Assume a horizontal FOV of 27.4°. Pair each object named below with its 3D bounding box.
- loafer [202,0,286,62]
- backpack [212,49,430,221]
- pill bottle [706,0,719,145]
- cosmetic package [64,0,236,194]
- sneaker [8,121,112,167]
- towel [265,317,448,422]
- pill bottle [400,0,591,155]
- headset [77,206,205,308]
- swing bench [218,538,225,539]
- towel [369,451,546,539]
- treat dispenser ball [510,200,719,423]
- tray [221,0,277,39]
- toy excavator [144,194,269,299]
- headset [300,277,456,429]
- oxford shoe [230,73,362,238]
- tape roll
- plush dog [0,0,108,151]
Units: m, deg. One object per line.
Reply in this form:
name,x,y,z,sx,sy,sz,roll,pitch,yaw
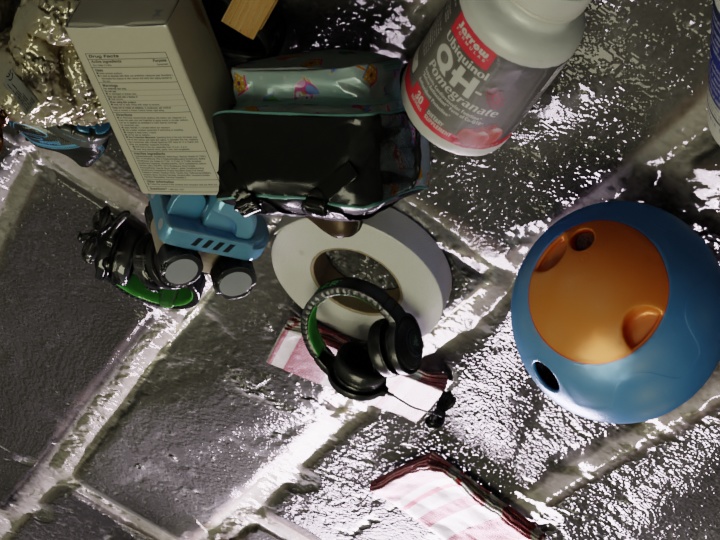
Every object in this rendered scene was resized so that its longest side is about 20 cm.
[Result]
loafer,-0.161,-0.245,1.335,0.198,0.071,0.069,25,113,-3
backpack,-0.025,-0.120,1.332,0.173,0.156,0.199,0,180,24
pill bottle,0.321,-0.184,1.100,0.118,0.121,0.201,10,142,19
cosmetic package,-0.174,-0.163,1.320,0.104,0.072,0.201,3,139,19
sneaker,-0.358,-0.170,1.553,0.198,0.074,0.082,28,145,-3
towel,-0.006,0.116,1.710,0.198,0.023,0.144,22,156,-4
pill bottle,0.117,-0.192,1.216,0.110,0.112,0.200,28,144,-5
headset,-0.254,-0.003,1.667,0.122,0.095,0.201,6,151,22
swing bench,-0.194,0.534,2.284,0.198,0.131,0.200,34,148,-13
towel,0.124,0.312,1.897,0.199,0.023,0.144,36,143,-15
treat dispenser ball,0.237,0.038,1.353,0.198,0.202,0.202,16,143,12
tray,-0.050,-0.287,1.206,0.037,0.099,0.200,29,144,-9
toy excavator,-0.165,-0.088,1.513,0.192,0.101,0.201,12,127,-30
headset,0.025,0.090,1.600,0.201,0.094,0.123,50,128,-5
oxford shoe,-0.081,-0.094,1.455,0.200,0.085,0.072,42,134,-12
tape roll,0.000,0.000,1.584,0.200,0.037,0.204,17,143,13
plush dog,-0.285,-0.187,1.431,0.198,0.163,0.171,2,179,43
